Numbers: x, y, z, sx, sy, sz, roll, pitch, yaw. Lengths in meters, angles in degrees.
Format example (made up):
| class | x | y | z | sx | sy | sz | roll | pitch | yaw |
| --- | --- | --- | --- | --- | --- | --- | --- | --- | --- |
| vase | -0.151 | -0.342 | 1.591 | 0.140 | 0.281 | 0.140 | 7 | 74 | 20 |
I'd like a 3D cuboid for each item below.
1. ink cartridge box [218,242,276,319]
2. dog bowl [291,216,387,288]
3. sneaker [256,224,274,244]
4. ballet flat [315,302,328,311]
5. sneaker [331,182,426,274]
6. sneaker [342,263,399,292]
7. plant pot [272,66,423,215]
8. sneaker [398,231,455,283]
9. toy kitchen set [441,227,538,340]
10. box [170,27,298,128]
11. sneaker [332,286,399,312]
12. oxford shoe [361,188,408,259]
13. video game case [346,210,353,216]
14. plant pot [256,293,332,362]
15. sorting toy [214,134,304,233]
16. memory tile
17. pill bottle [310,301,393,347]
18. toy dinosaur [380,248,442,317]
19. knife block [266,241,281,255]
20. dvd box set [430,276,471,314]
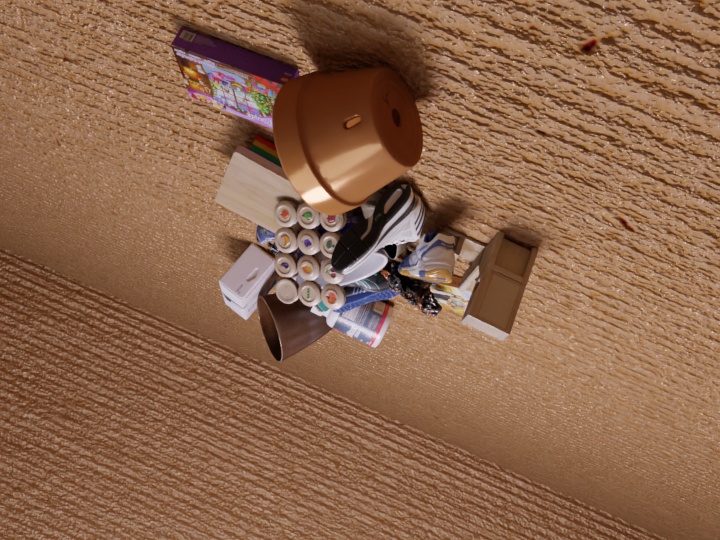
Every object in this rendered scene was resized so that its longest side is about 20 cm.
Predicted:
| class | x | y | z | sx | sy | sz | roll | pitch | yaw |
| --- | --- | --- | --- | --- | --- | --- | --- | --- | --- |
| ink cartridge box | -0.306 | 0.032 | 1.869 | 0.084 | 0.145 | 0.200 | 36 | 161 | 7 |
| dog bowl | -0.049 | -0.033 | 1.377 | 0.198 | 0.079 | 0.200 | -13 | 164 | -4 |
| sneaker | -0.145 | -0.064 | 1.524 | 0.199 | 0.079 | 0.075 | 22 | 179 | -13 |
| ballet flat | -0.119 | 0.042 | 1.639 | 0.075 | 0.068 | 0.200 | 34 | 167 | 20 |
| sneaker | 0.045 | -0.052 | 1.223 | 0.115 | 0.201 | 0.076 | 37 | -170 | -45 |
| sneaker | 0.000 | 0.000 | 1.511 | 0.198 | 0.076 | 0.080 | -2 | 137 | -2 |
| plant pot | -0.005 | -0.189 | 0.939 | 0.139 | 0.202 | 0.200 | -12 | 143 | 33 |
| sneaker | 0.129 | -0.025 | 1.248 | 0.075 | 0.089 | 0.200 | 13 | 176 | -16 |
| toy kitchen set | 0.195 | 0.034 | 1.261 | 0.162 | 0.181 | 0.200 | 25 | 156 | 0 |
| box | -0.190 | -0.295 | 1.079 | 0.198 | 0.039 | 0.137 | 21 | 161 | 8 |
| sneaker | 0.019 | 0.032 | 1.577 | 0.198 | 0.079 | 0.070 | -17 | 159 | 3 |
| oxford shoe | 0.041 | -0.092 | 1.274 | 0.070 | 0.075 | 0.200 | 9 | 155 | 39 |
| video game case | -0.109 | -0.126 | 1.445 | 0.198 | 0.018 | 0.143 | 22 | 160 | 6 |
| plant pot | -0.161 | 0.132 | 1.879 | 0.198 | 0.188 | 0.187 | -17 | 172 | -21 |
| sorting toy | -0.162 | -0.157 | 1.319 | 0.199 | 0.070 | 0.199 | 28 | 151 | -11 |
| memory tile | -0.096 | -0.029 | 1.270 | 0.152 | 0.202 | 0.017 | 8 | -162 | 25 |
| pill bottle | -0.024 | 0.109 | 1.797 | 0.199 | 0.120 | 0.120 | 25 | 160 | -2 |
| toy dinosaur | 0.093 | 0.022 | 1.452 | 0.199 | 0.103 | 0.136 | 23 | 158 | -3 |
| knife block | -0.116 | -0.039 | 1.604 | 0.198 | 0.064 | 0.176 | 18 | 160 | 17 |
| dvd box set | 0.223 | 0.058 | 1.514 | 0.199 | 0.030 | 0.147 | 15 | 158 | 26 |
